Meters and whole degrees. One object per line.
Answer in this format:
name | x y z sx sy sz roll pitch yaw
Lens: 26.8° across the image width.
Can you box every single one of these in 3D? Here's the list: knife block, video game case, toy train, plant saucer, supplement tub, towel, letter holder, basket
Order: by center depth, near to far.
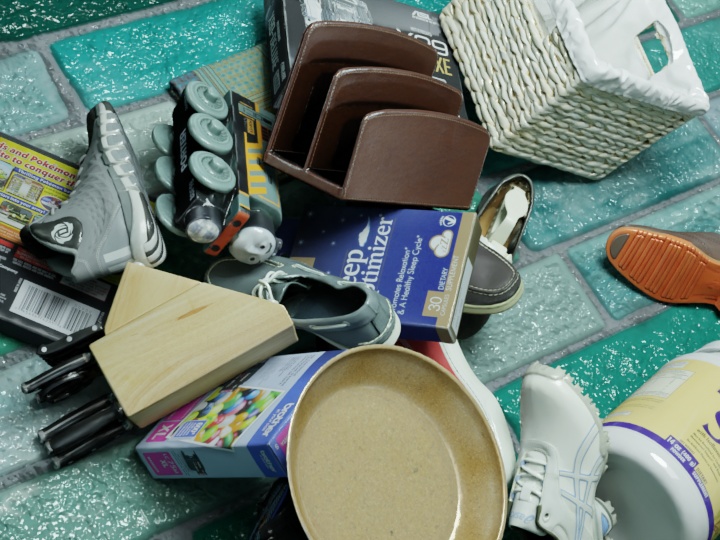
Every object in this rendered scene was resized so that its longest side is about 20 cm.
plant saucer | 0.022 0.156 1.138 0.200 0.035 0.201 14 63 -30
knife block | -0.168 0.092 1.233 0.199 0.064 0.176 15 77 5
video game case | -0.296 -0.028 1.326 0.199 0.026 0.181 23 53 -7
toy train | -0.122 -0.089 1.357 0.114 0.085 0.200 24 34 -28
letter holder | 0.029 -0.141 1.373 0.100 0.143 0.200 27 15 35
supplement tub | 0.298 0.164 1.379 0.200 0.146 0.145 -34 76 -35
towel | -0.074 -0.166 1.514 0.200 0.022 0.147 -27 72 -33
basket | 0.215 -0.219 1.550 0.199 0.161 0.199 10 52 -44

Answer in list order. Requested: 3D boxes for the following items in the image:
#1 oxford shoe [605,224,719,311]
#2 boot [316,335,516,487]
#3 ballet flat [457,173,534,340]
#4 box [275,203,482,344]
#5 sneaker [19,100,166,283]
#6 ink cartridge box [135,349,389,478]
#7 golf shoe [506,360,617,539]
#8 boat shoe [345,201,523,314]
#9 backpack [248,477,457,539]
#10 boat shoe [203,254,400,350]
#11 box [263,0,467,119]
oxford shoe | 0.341 -0.009 1.572 0.199 0.071 0.073 20 33 -15
boot | 0.041 0.126 1.344 0.144 0.073 0.200 -13 57 -29
ballet flat | 0.122 -0.023 1.474 0.068 0.068 0.200 29 52 -6
box | 0.000 0.000 1.357 0.199 0.032 0.122 3 59 21
sneaker | -0.246 -0.065 1.313 0.115 0.075 0.200 -22 45 -3
ink cartridge box | -0.079 0.116 1.224 0.119 0.199 0.042 -49 120 -38
golf shoe | 0.163 0.181 1.294 0.097 0.078 0.201 -28 111 -40
boat shoe | 0.061 -0.023 1.408 0.199 0.065 0.073 25 57 27
backpack | 0.004 0.213 1.219 0.200 0.154 0.191 31 60 -10
boat shoe | -0.059 0.018 1.306 0.199 0.062 0.073 18 68 30
box | 0.004 -0.212 1.527 0.199 0.050 0.158 13 50 -24
